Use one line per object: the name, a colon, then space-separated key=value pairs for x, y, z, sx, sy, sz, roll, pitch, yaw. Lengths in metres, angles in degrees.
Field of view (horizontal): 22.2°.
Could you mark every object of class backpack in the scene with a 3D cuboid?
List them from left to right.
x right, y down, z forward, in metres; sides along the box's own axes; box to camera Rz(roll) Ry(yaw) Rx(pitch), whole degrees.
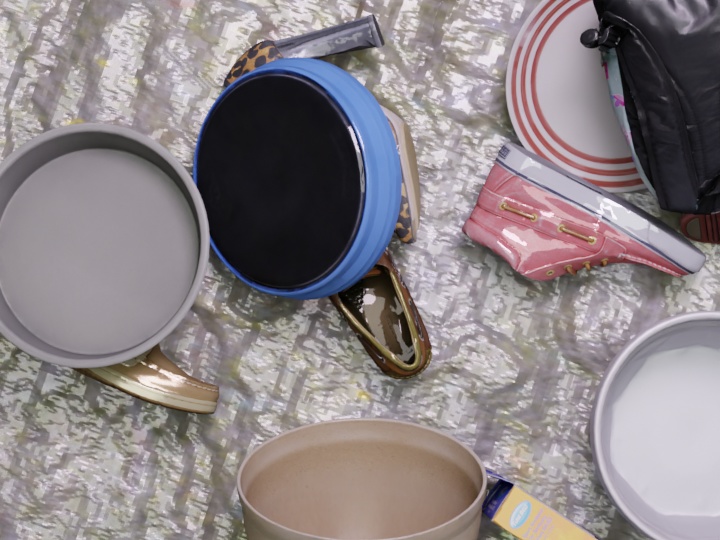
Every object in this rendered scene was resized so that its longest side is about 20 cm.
backpack: x=0.280 y=-0.149 z=1.493 sx=0.167 sy=0.127 sz=0.200 roll=-7 pitch=111 yaw=18

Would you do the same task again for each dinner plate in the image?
dinner plate: x=0.221 y=-0.164 z=1.563 sx=0.200 sy=0.024 sz=0.200 roll=-1 pitch=112 yaw=-3

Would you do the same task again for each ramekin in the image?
ramekin: x=0.284 y=0.134 z=1.530 sx=0.200 sy=0.105 sz=0.201 roll=0 pitch=86 yaw=-2

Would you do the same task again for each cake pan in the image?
cake pan: x=-0.219 y=-0.019 z=1.494 sx=0.200 sy=0.037 sz=0.201 roll=-1 pitch=83 yaw=5

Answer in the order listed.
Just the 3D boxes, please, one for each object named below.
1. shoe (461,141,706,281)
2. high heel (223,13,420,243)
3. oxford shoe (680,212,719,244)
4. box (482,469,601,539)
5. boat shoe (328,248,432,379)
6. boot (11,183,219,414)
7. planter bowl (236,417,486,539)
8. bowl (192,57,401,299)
shoe: x=0.188 y=-0.025 z=1.561 sx=0.200 sy=0.071 sz=0.091 roll=27 pitch=101 yaw=-5
high heel: x=-0.030 y=-0.107 z=1.566 sx=0.142 sy=0.071 sz=0.200 roll=-15 pitch=90 yaw=10
oxford shoe: x=0.366 y=-0.079 z=1.578 sx=0.200 sy=0.070 sz=0.075 roll=-16 pitch=57 yaw=1
box: x=0.175 y=0.230 z=1.513 sx=0.200 sy=0.119 sz=0.042 roll=32 pitch=86 yaw=1
boat shoe: x=0.000 y=0.000 z=1.549 sx=0.072 sy=0.068 sz=0.200 roll=-36 pitch=87 yaw=-2
boot: x=-0.187 y=0.022 z=1.542 sx=0.200 sy=0.073 sz=0.156 roll=25 pitch=85 yaw=6
planter bowl: x=0.001 y=0.224 z=1.487 sx=0.200 sy=0.200 sz=0.135 roll=-1 pitch=113 yaw=-2
bowl: x=-0.058 y=-0.075 z=1.509 sx=0.200 sy=0.039 sz=0.201 roll=5 pitch=99 yaw=36
